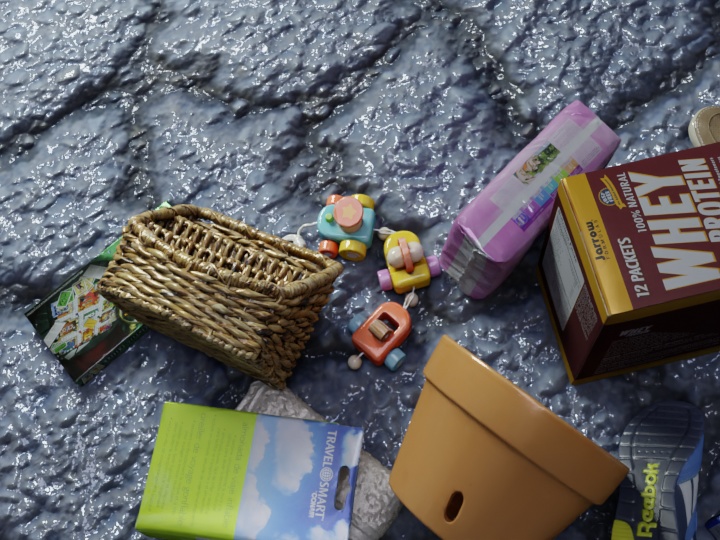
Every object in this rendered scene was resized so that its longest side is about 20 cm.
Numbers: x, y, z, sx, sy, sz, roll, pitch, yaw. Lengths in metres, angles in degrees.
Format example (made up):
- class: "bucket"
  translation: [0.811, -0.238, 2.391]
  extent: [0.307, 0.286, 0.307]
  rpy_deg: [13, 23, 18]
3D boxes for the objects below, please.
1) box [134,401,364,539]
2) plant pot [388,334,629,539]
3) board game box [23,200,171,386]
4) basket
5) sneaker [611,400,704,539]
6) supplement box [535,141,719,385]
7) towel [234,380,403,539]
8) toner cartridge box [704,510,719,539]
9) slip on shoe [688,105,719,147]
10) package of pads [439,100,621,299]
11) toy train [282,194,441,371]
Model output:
- class: "box"
  translation: [-0.099, 0.198, 0.814]
  extent: [0.196, 0.048, 0.124]
  rpy_deg: [6, 67, 7]
- class: "plant pot"
  translation: [0.118, 0.173, 0.777]
  extent: [0.199, 0.200, 0.141]
  rpy_deg: [34, 89, 18]
- class: "board game box"
  translation: [-0.259, 0.022, 0.954]
  extent: [0.199, 0.024, 0.105]
  rpy_deg: [-40, 68, -12]
- class: "basket"
  translation: [-0.138, 0.002, 0.856]
  extent: [0.197, 0.143, 0.151]
  rpy_deg: [23, 75, 18]
- class: "sneaker"
  translation: [0.277, 0.212, 0.806]
  extent: [0.073, 0.083, 0.201]
  rpy_deg: [0, 45, 34]
- class: "supplement box"
  translation: [0.287, -0.003, 0.821]
  extent: [0.194, 0.201, 0.135]
  rpy_deg: [-13, 66, -1]
- class: "towel"
  translation: [-0.061, 0.207, 0.852]
  extent: [0.199, 0.035, 0.133]
  rpy_deg: [34, 74, 17]
- class: "toner cartridge box"
  translation: [0.428, 0.210, 0.803]
  extent: [0.199, 0.043, 0.095]
  rpy_deg: [-36, 70, -10]
- class: "slip on shoe"
  translation: [0.441, -0.113, 0.931]
  extent: [0.075, 0.061, 0.201]
  rpy_deg: [-33, 68, -9]
- class: "package of pads"
  translation: [0.170, -0.070, 0.897]
  extent: [0.076, 0.121, 0.200]
  rpy_deg: [43, 73, 8]
- class: "toy train"
  translation: [0.000, 0.000, 0.924]
  extent: [0.150, 0.056, 0.200]
  rpy_deg: [-40, 70, -12]
